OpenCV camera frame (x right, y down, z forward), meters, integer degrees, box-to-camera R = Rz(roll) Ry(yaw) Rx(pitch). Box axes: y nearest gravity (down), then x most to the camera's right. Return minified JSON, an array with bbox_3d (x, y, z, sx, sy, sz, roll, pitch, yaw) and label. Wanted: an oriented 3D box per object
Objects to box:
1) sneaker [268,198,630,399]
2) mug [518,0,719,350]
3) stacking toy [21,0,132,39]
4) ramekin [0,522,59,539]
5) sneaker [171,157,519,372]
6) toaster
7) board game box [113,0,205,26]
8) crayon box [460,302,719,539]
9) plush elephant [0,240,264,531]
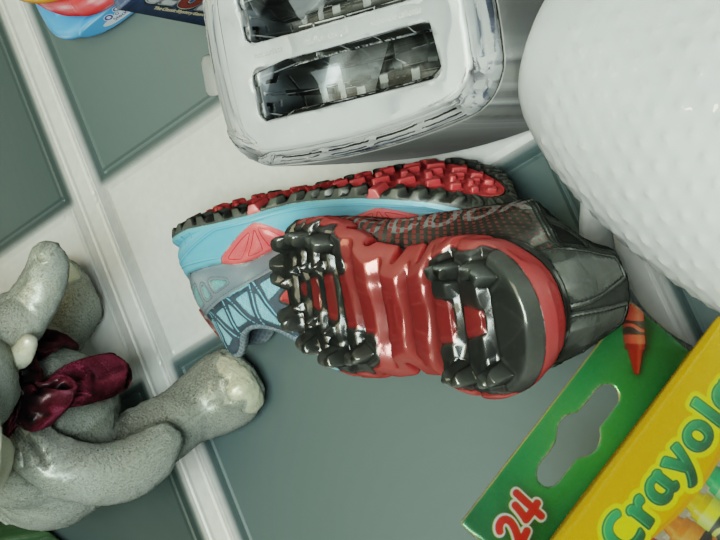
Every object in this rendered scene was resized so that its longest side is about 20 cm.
[{"bbox_3d":[0.038,0.007,0.725,0.200,0.097,0.072,7,109,54],"label":"sneaker"},{"bbox_3d":[0.154,-0.041,0.700,0.175,0.147,0.201,34,129,29],"label":"mug"},{"bbox_3d":[-0.191,-0.195,0.863,0.116,0.199,0.110,-33,75,26],"label":"stacking toy"},{"bbox_3d":[-0.231,0.236,0.955,0.199,0.097,0.202,1,91,31],"label":"ramekin"},{"bbox_3d":[0.000,0.000,0.837,0.199,0.079,0.096,-8,101,37],"label":"sneaker"},{"bbox_3d":[0.023,-0.110,0.770,0.199,0.129,0.115,-9,94,32],"label":"toaster"},{"bbox_3d":[-0.110,-0.219,0.851,0.034,0.135,0.201,-32,76,27],"label":"board game box"},{"bbox_3d":[0.154,0.111,0.645,0.199,0.051,0.127,37,71,9],"label":"crayon box"},{"bbox_3d":[-0.179,0.055,0.847,0.164,0.155,0.200,34,68,29],"label":"plush elephant"}]
